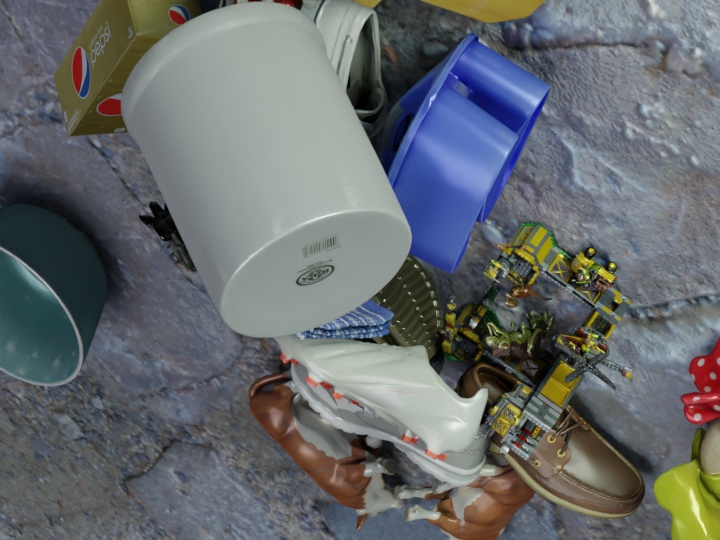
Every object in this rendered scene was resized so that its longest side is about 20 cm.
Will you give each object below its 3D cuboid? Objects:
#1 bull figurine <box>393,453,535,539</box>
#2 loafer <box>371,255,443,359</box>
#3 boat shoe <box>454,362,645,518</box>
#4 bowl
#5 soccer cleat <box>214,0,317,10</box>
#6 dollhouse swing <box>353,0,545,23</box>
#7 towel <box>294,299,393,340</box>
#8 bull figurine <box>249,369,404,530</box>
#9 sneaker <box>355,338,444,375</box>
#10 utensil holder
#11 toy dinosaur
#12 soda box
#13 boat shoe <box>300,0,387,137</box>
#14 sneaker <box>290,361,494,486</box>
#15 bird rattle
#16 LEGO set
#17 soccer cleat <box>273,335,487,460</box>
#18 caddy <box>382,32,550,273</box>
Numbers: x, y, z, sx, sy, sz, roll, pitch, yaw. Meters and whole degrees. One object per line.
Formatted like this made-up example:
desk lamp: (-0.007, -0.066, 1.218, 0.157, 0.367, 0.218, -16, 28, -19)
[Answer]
bull figurine: (0.107, 0.221, 1.865, 0.121, 0.065, 0.200, 11, 138, -19)
loafer: (0.000, 0.000, 1.741, 0.200, 0.076, 0.067, 55, 141, -5)
boat shoe: (0.170, 0.153, 1.753, 0.200, 0.072, 0.068, 33, 144, 12)
bowl: (-0.340, 0.010, 1.995, 0.200, 0.105, 0.201, 22, 140, 20)
soccer cleat: (-0.074, -0.232, 1.548, 0.068, 0.086, 0.200, 16, 152, -17)
dollhouse swing: (0.066, -0.298, 1.412, 0.200, 0.175, 0.183, -39, 58, 52)
towel: (-0.056, 0.005, 1.611, 0.145, 0.200, 0.024, 40, 102, 16)
bull figurine: (-0.024, 0.174, 1.929, 0.200, 0.065, 0.121, 41, 139, -10)
sneaker: (-0.020, 0.064, 1.821, 0.199, 0.075, 0.087, 33, 147, 9)
utensil holder: (-0.070, -0.074, 1.477, 0.201, 0.169, 0.170, 64, 152, 27)
toy dinosaur: (-0.112, -0.017, 1.734, 0.136, 0.102, 0.200, 58, 168, -31)
soda box: (-0.203, -0.188, 1.684, 0.200, 0.067, 0.064, -43, 59, 57)
boat shoe: (-0.011, -0.137, 1.606, 0.065, 0.074, 0.201, 21, 140, 27)
sneaker: (0.034, 0.111, 1.741, 0.199, 0.075, 0.082, 27, 129, -3)
bird rattle: (0.336, 0.146, 1.624, 0.162, 0.113, 0.201, 19, 127, 6)
LEGO set: (0.137, 0.069, 1.656, 0.154, 0.116, 0.200, 40, 142, -2)
soccer cleat: (0.017, 0.088, 1.672, 0.199, 0.078, 0.069, 30, -178, 13)
caddy: (0.066, -0.094, 1.532, 0.105, 0.142, 0.200, 29, 141, 6)
